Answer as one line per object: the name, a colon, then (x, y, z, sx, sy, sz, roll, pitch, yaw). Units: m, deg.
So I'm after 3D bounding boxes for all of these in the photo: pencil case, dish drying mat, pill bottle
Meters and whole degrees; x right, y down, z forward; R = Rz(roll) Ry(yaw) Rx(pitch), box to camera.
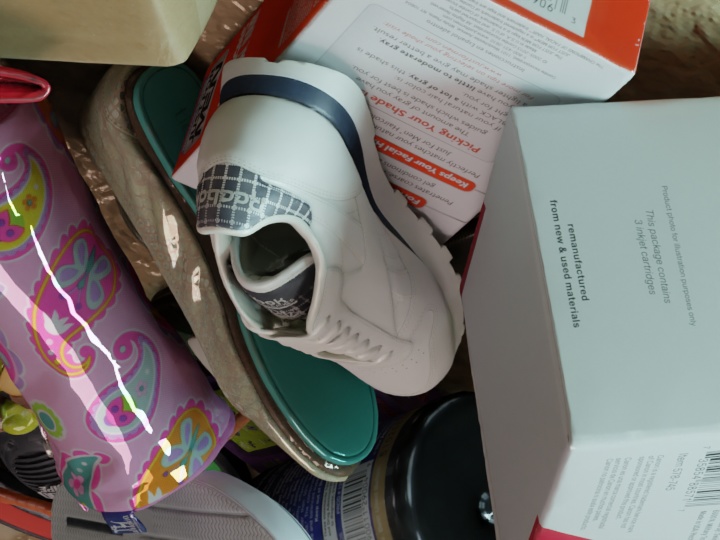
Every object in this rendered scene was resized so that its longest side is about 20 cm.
pencil case: (-0.132, 0.013, 1.222, 0.087, 0.087, 0.200, -8, 122, 35)
dish drying mat: (-0.185, -0.076, 1.097, 0.077, 0.018, 0.200, 0, -175, -23)
pill bottle: (0.002, 0.135, 1.359, 0.112, 0.112, 0.200, 34, 144, -26)

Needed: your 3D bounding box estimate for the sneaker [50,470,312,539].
sneaker: (-0.066, 0.120, 1.297, 0.071, 0.073, 0.200, -2, -172, -34)

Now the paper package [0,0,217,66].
paper package: (-0.150, -0.173, 1.010, 0.190, 0.104, 0.200, 5, 146, 18)

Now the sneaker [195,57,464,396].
sneaker: (-0.017, 0.002, 1.122, 0.076, 0.081, 0.200, -2, 146, 24)

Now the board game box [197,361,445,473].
board game box: (0.007, 0.091, 1.418, 0.120, 0.032, 0.200, -12, 139, 43)

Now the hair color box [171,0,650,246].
hair color box: (0.018, -0.078, 1.114, 0.111, 0.064, 0.200, 25, 146, -16)

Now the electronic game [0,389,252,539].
electronic game: (-0.152, 0.096, 1.489, 0.199, 0.042, 0.200, 12, 148, 8)

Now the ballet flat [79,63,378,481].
ballet flat: (-0.057, 0.001, 1.212, 0.062, 0.067, 0.200, -25, 91, 50)

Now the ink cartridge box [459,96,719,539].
ink cartridge box: (0.153, 0.028, 1.083, 0.199, 0.145, 0.145, -3, 150, -9)

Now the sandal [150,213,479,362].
sandal: (0.000, 0.000, 1.262, 0.200, 0.055, 0.082, -19, 138, 25)

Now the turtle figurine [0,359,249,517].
turtle figurine: (-0.146, 0.042, 1.356, 0.200, 0.065, 0.161, -17, 136, 35)
